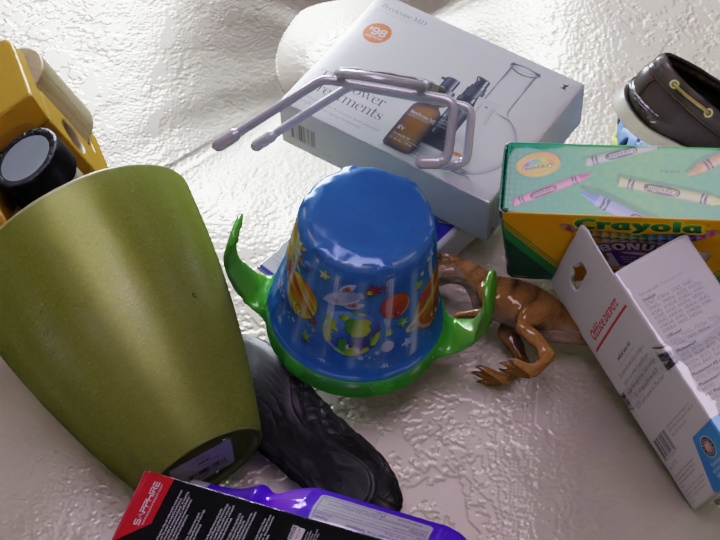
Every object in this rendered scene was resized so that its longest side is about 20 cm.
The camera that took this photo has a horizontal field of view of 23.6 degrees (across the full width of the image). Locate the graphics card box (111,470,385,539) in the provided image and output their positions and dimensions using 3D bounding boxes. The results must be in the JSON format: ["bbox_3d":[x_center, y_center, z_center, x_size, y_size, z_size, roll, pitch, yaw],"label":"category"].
[{"bbox_3d":[-0.070,0.213,1.097,0.199,0.051,0.126,12,57,20],"label":"graphics card box"}]

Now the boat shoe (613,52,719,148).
[{"bbox_3d":[0.292,-0.109,1.333,0.200,0.061,0.072,18,42,-25],"label":"boat shoe"}]

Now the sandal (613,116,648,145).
[{"bbox_3d":[0.248,-0.083,1.379,0.079,0.087,0.201,-6,51,0],"label":"sandal"}]

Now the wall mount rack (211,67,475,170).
[{"bbox_3d":[-0.007,-0.112,1.274,0.173,0.200,0.075,9,94,10],"label":"wall mount rack"}]

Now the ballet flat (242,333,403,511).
[{"bbox_3d":[-0.045,0.118,1.267,0.066,0.057,0.200,-47,56,2],"label":"ballet flat"}]

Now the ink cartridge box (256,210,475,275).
[{"bbox_3d":[0.020,-0.027,1.372,0.099,0.039,0.200,36,60,25],"label":"ink cartridge box"}]

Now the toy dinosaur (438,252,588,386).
[{"bbox_3d":[0.135,0.039,1.300,0.199,0.060,0.107,21,65,6],"label":"toy dinosaur"}]

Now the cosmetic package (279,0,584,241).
[{"bbox_3d":[0.058,-0.128,1.395,0.199,0.052,0.151,27,56,21],"label":"cosmetic package"}]

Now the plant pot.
[{"bbox_3d":[-0.157,0.060,1.239,0.187,0.187,0.200,-27,67,-18],"label":"plant pot"}]

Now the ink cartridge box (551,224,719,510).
[{"bbox_3d":[0.223,0.057,1.225,0.068,0.116,0.200,-26,73,-16],"label":"ink cartridge box"}]

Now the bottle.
[{"bbox_3d":[-0.029,0.192,1.179,0.199,0.084,0.065,15,22,12],"label":"bottle"}]

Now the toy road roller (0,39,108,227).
[{"bbox_3d":[-0.278,-0.067,1.357,0.146,0.123,0.200,-31,46,7],"label":"toy road roller"}]

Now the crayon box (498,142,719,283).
[{"bbox_3d":[0.204,-0.039,1.250,0.199,0.119,0.059,3,67,10],"label":"crayon box"}]

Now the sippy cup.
[{"bbox_3d":[0.000,0.000,1.240,0.177,0.131,0.140,-16,55,-17],"label":"sippy cup"}]
